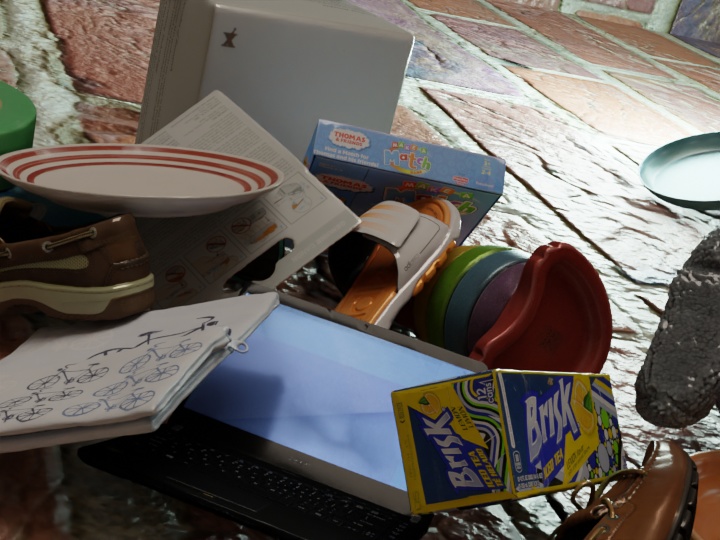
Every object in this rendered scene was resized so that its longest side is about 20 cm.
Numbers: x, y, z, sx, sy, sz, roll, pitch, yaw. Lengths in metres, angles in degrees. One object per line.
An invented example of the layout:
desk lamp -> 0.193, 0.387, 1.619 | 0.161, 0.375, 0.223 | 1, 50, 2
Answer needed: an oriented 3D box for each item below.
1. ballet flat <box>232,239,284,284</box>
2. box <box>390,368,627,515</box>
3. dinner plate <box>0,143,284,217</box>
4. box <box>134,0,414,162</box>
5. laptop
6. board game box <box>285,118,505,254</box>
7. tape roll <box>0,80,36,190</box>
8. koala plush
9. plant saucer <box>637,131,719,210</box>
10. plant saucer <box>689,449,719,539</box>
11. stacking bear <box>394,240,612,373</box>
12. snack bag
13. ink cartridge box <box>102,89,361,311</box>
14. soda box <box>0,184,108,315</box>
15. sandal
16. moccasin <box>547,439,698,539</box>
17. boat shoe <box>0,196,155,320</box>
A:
ballet flat -> -0.146, -0.049, 1.074 | 0.200, 0.068, 0.068 | 21, 11, 17
box -> 0.093, 0.097, 0.751 | 0.064, 0.070, 0.200 | -15, -11, 26
dinner plate -> -0.153, -0.063, 0.902 | 0.200, 0.024, 0.200 | 5, 16, -1
box -> -0.088, -0.161, 1.219 | 0.199, 0.200, 0.171 | 4, 20, -26
laptop -> -0.033, 0.081, 0.750 | 0.177, 0.103, 0.200 | 18, 3, 13
board game box -> 0.019, -0.054, 1.074 | 0.151, 0.037, 0.200 | 11, -20, -8
tape roll -> -0.343, -0.110, 0.953 | 0.200, 0.048, 0.200 | 11, 21, -4
koala plush -> 0.307, 0.066, 0.950 | 0.177, 0.184, 0.200 | 8, -23, 21
plant saucer -> 0.455, -0.124, 1.641 | 0.200, 0.027, 0.200 | -10, 29, 5
plant saucer -> 0.283, 0.179, 0.809 | 0.200, 0.037, 0.200 | 13, 20, -5
stacking bear -> 0.084, 0.026, 0.983 | 0.114, 0.121, 0.200 | 36, -7, -37
snack bag -> -0.154, 0.054, 0.735 | 0.188, 0.021, 0.200 | -10, 15, 21
ink cartridge box -> -0.113, -0.034, 0.977 | 0.160, 0.047, 0.200 | -37, 54, -13
soda box -> -0.285, -0.037, 0.957 | 0.200, 0.064, 0.068 | 22, 21, 22
sandal -> 0.006, -0.001, 0.929 | 0.079, 0.059, 0.207 | -13, 32, 41
moccasin -> 0.136, 0.156, 0.713 | 0.078, 0.074, 0.201 | 16, 37, 22
boat shoe -> -0.226, -0.013, 0.846 | 0.202, 0.075, 0.075 | 0, 14, 19
